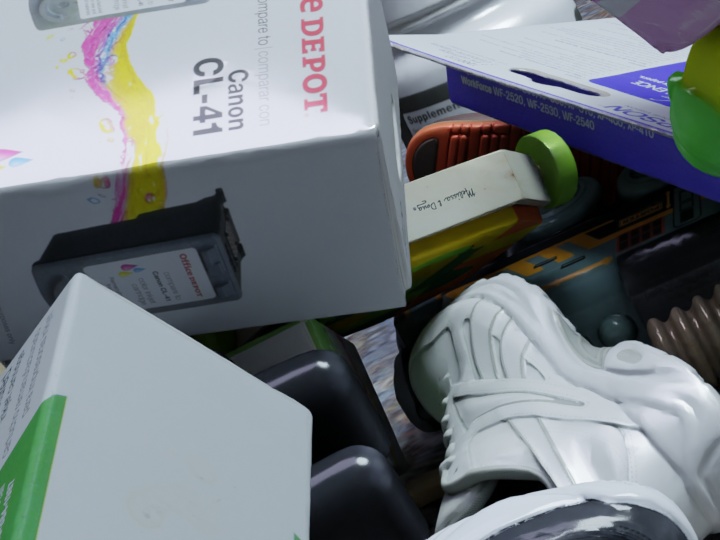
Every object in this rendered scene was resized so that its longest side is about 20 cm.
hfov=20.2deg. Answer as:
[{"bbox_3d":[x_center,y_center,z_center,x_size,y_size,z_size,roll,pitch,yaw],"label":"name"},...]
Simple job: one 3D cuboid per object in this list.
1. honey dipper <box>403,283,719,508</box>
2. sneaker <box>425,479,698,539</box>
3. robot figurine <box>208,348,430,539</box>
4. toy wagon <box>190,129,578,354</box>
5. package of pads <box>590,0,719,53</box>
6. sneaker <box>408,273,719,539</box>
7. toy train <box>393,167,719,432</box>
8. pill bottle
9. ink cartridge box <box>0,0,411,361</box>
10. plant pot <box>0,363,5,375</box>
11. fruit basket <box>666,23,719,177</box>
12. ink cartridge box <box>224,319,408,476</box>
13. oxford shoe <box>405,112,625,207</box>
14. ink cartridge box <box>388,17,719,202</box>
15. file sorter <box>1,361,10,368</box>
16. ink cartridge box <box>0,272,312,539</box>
[{"bbox_3d":[0.077,0.062,0.833,0.199,0.038,0.038,-27,10,6],"label":"honey dipper"},{"bbox_3d":[0.019,0.133,0.530,0.199,0.076,0.114,-33,12,-5],"label":"sneaker"},{"bbox_3d":[-0.078,0.106,0.704,0.199,0.125,0.150,-27,17,2],"label":"robot figurine"},{"bbox_3d":[0.000,0.000,0.866,0.154,0.040,0.200,-20,-10,-27],"label":"toy wagon"},{"bbox_3d":[0.154,-0.172,0.676,0.200,0.075,0.121,-41,18,42],"label":"package of pads"},{"bbox_3d":[0.055,0.064,0.735,0.099,0.078,0.200,-38,21,-14],"label":"sneaker"},{"bbox_3d":[0.102,0.010,0.918,0.199,0.086,0.114,-23,20,18],"label":"toy train"},{"bbox_3d":[0.078,-0.080,1.065,0.113,0.201,0.114,-25,10,5],"label":"pill bottle"},{"bbox_3d":[-0.087,-0.050,0.747,0.198,0.086,0.148,-9,42,5],"label":"ink cartridge box"},{"bbox_3d":[-0.279,0.073,1.230,0.199,0.185,0.201,-25,11,5],"label":"plant pot"},{"bbox_3d":[0.212,-0.072,0.689,0.214,0.217,0.156,-27,10,-3],"label":"fruit basket"},{"bbox_3d":[-0.046,0.081,0.864,0.116,0.068,0.200,-26,-8,4],"label":"ink cartridge box"},{"bbox_3d":[0.121,-0.052,0.994,0.198,0.072,0.073,7,35,-2],"label":"oxford shoe"},{"bbox_3d":[0.135,-0.072,0.881,0.199,0.044,0.198,-8,22,-37],"label":"ink cartridge box"},{"bbox_3d":[-0.214,0.115,1.037,0.199,0.125,0.138,-30,12,-24],"label":"file sorter"},{"bbox_3d":[-0.101,0.124,0.534,0.200,0.083,0.147,-52,18,21],"label":"ink cartridge box"}]
